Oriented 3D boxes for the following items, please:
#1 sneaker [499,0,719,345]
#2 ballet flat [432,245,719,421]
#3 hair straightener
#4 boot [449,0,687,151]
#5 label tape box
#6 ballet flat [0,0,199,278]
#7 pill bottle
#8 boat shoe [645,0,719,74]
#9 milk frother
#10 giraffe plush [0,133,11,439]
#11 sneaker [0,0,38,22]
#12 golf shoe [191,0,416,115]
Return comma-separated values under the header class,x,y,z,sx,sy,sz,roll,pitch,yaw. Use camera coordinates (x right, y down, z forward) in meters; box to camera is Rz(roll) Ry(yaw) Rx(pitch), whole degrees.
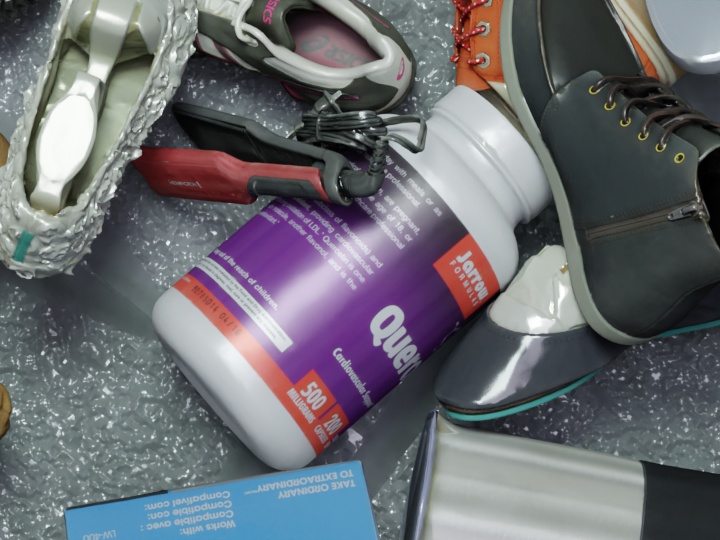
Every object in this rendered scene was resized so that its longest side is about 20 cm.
class,x,y,z,sx,sy,sz,roll,pitch,yaw
sneaker,0.137,-0.074,1.214,0.075,0.106,0.200,-7,74,-34
ballet flat,0.117,0.013,1.270,0.200,0.073,0.073,-19,83,-29
hair straightener,-0.034,-0.069,1.249,0.077,0.200,0.041,-50,118,-24
boot,0.073,-0.149,1.305,0.107,0.075,0.200,-41,100,-1
label tape box,-0.065,0.131,1.202,0.143,0.200,0.066,-9,82,-5
ballet flat,-0.124,-0.090,1.215,0.072,0.072,0.200,17,67,-1
pill bottle,0.000,0.000,1.270,0.200,0.112,0.112,-41,86,-8
boat shoe,0.186,-0.180,1.306,0.073,0.065,0.200,0,62,16
milk frother,0.110,0.171,1.210,0.188,0.200,0.181,10,85,-2
giraffe plush,-0.229,-0.022,1.257,0.200,0.173,0.162,23,66,36
sneaker,-0.243,-0.153,1.257,0.090,0.070,0.200,25,39,36
golf shoe,-0.063,-0.141,1.301,0.200,0.088,0.077,22,83,1
